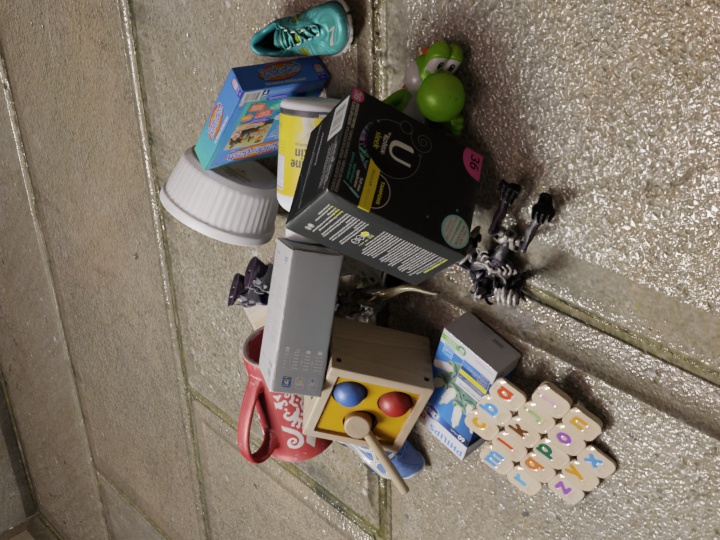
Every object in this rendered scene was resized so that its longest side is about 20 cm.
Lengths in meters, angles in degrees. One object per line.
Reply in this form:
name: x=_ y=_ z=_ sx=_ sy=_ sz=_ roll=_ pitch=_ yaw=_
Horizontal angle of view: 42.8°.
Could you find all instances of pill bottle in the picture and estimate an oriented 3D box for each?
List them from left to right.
pill bottle: x=-0.065 y=-0.147 z=1.335 sx=0.111 sy=0.111 sz=0.204 roll=17 pitch=110 yaw=44

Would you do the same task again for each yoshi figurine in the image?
yoshi figurine: x=0.073 y=-0.199 z=1.178 sx=0.112 sy=0.112 sz=0.201 roll=46 pitch=139 yaw=10

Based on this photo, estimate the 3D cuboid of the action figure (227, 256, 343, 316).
action figure: x=-0.111 y=0.049 z=1.487 sx=0.130 sy=0.198 sz=0.070 roll=-29 pitch=47 yaw=48

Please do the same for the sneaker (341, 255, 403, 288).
sneaker: x=0.000 y=0.000 z=1.409 sx=0.116 sy=0.075 sz=0.201 roll=57 pitch=141 yaw=11

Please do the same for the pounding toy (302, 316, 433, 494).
pounding toy: x=0.015 y=0.204 z=1.362 sx=0.143 sy=0.181 sz=0.202 roll=-90 pitch=18 yaw=-47

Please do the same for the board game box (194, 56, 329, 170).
board game box: x=-0.152 y=-0.236 z=1.387 sx=0.045 sy=0.150 sz=0.200 roll=62 pitch=144 yaw=16

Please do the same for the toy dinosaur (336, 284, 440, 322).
toy dinosaur: x=0.017 y=0.043 z=1.334 sx=0.199 sy=0.087 sz=0.048 roll=-10 pitch=96 yaw=51

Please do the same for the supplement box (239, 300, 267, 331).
supplement box: x=-0.126 y=0.096 z=1.626 sx=0.126 sy=0.073 sz=0.202 roll=-27 pitch=89 yaw=53

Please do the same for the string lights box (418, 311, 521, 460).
string lights box: x=0.153 y=0.170 z=1.337 sx=0.102 sy=0.059 sz=0.202 roll=39 pitch=138 yaw=27

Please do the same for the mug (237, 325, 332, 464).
mug: x=-0.123 y=0.209 z=1.493 sx=0.131 sy=0.179 sz=0.202 roll=-1 pitch=126 yaw=15

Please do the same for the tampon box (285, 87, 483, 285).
tampon box: x=0.033 y=-0.099 z=1.146 sx=0.198 sy=0.152 sz=0.126 roll=23 pitch=153 yaw=-21

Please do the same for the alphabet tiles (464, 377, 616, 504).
alphabet tiles: x=0.244 y=0.234 z=1.258 sx=0.194 sy=0.015 sz=0.201 roll=36 pitch=136 yaw=6

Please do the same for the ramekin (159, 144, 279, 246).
ramekin: x=-0.221 y=-0.130 z=1.510 sx=0.202 sy=0.201 sz=0.095 roll=38 pitch=113 yaw=30

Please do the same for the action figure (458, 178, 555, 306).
action figure: x=0.170 y=-0.016 z=1.169 sx=0.118 sy=0.102 sz=0.202 roll=34 pitch=135 yaw=17

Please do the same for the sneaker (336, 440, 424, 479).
sneaker: x=0.029 y=0.276 z=1.491 sx=0.199 sy=0.076 sz=0.077 roll=33 pitch=142 yaw=-18

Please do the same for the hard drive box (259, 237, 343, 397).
hard drive box: x=-0.090 y=0.063 z=1.328 sx=0.156 sy=0.075 sz=0.204 roll=-147 pitch=65 yaw=-75

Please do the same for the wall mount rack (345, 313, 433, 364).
wall mount rack: x=0.035 y=0.152 z=1.468 sx=0.174 sy=0.074 sz=0.202 roll=44 pitch=141 yaw=29

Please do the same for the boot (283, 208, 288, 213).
boot: x=-0.096 y=-0.062 z=1.518 sx=0.132 sy=0.067 sz=0.201 roll=63 pitch=146 yaw=21

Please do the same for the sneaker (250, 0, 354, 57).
sneaker: x=-0.082 y=-0.332 z=1.303 sx=0.198 sy=0.079 sz=0.079 roll=0 pitch=109 yaw=50
